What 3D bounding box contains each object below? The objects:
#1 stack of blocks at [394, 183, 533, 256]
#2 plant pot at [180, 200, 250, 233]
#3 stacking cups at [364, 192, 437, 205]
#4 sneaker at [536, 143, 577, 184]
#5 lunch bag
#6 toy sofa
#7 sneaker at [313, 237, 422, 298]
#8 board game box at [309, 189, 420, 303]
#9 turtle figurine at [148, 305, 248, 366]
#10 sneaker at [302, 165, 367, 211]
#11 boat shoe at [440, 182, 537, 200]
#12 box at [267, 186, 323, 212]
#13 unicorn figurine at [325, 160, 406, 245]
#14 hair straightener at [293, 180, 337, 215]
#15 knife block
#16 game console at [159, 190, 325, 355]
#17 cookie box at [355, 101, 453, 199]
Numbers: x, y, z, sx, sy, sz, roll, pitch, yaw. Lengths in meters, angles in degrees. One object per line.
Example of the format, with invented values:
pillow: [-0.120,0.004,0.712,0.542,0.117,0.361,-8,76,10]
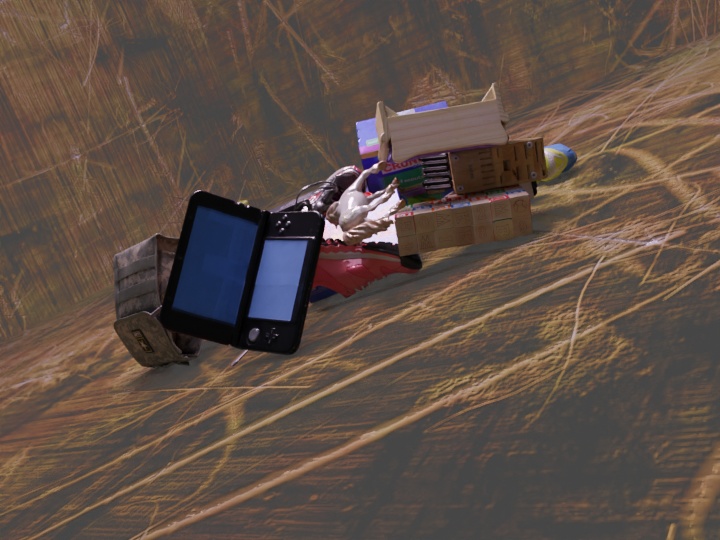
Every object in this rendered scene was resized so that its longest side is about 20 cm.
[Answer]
stack of blocks: [0.151,-0.077,1.154,0.196,0.060,0.115,-9,13,6]
plant pot: [-0.220,-0.011,1.354,0.197,0.196,0.201,-21,11,4]
stacking cups: [0.060,-0.111,1.388,0.197,0.062,0.060,2,-8,-41]
sneaker: [0.329,-0.199,1.462,0.103,0.077,0.199,-15,14,-28]
lunch bag: [-0.326,0.059,1.257,0.116,0.205,0.163,3,-11,-40]
toy sofa: [0.122,-0.209,1.168,0.196,0.100,0.083,-11,-12,-4]
sneaker: [0.000,0.000,1.195,0.196,0.089,0.074,5,13,14]
board game box: [-0.010,-0.043,1.282,0.197,0.045,0.136,-21,47,9]
turtle figurine: [-0.170,0.029,1.148,0.143,0.197,0.199,32,12,34]
sneaker: [-0.066,-0.103,1.374,0.200,0.081,0.075,-45,-3,7]
boat shoe: [0.202,-0.115,1.322,0.197,0.076,0.093,-18,4,-18]
box: [-0.089,-0.071,1.483,0.197,0.150,0.104,-20,11,12]
unicorn figurine: [0.000,-0.094,1.148,0.136,0.074,0.200,-36,11,16]
hair straightener: [-0.099,-0.059,1.219,0.076,0.041,0.201,13,-60,-45]
knife block: [0.193,-0.175,1.257,0.196,0.065,0.176,-9,13,7]
game console: [-0.159,-0.001,1.052,0.170,0.204,0.118,2,-16,39]
cookie box: [0.087,-0.201,1.410,0.168,0.076,0.201,-12,-29,3]
